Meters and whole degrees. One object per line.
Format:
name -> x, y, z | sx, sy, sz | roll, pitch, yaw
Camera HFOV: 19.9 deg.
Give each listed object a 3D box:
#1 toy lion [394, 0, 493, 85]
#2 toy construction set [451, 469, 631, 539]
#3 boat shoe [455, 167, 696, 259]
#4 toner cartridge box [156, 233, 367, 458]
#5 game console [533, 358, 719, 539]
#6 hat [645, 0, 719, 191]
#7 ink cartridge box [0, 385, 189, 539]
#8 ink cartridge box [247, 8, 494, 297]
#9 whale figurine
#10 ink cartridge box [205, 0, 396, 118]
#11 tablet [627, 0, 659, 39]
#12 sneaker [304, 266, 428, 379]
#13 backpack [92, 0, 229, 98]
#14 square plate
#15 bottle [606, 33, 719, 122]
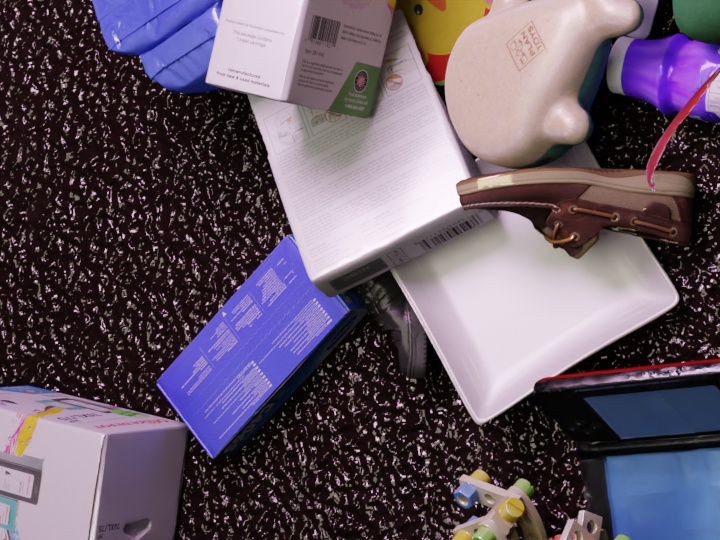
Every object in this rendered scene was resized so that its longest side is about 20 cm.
toy lion -> 0.079, -0.267, 1.747 | 0.200, 0.068, 0.192 | -43, 76, 37
toy construction set -> 0.160, 0.227, 1.665 | 0.132, 0.092, 0.200 | 58, 159, -15
boat shoe -> 0.175, -0.046, 1.659 | 0.198, 0.072, 0.073 | 1, 90, -11
toner cartridge box -> -0.090, 0.069, 1.862 | 0.200, 0.043, 0.095 | -47, 71, 21
game console -> 0.252, 0.161, 1.638 | 0.198, 0.172, 0.120 | -8, 60, 28
hat -> 0.272, -0.186, 1.597 | 0.166, 0.199, 0.177 | 46, 123, 30
ink cartridge box -> -0.285, 0.199, 1.911 | 0.198, 0.146, 0.148 | 11, 94, 27
ink cartridge box -> 0.006, -0.099, 1.749 | 0.162, 0.057, 0.201 | -26, 59, 11
whale figurine -> 0.160, -0.169, 1.658 | 0.200, 0.103, 0.160 | -44, 56, 34
ink cartridge box -> -0.037, -0.236, 1.677 | 0.083, 0.144, 0.202 | 16, 96, 29
tablet -> 0.153, -0.271, 1.658 | 0.198, 0.014, 0.131 | 19, 128, 11
sneaker -> 0.000, 0.000, 1.787 | 0.103, 0.060, 0.202 | -6, 80, 1
backpack -> -0.120, -0.243, 1.791 | 0.162, 0.199, 0.169 | -21, 85, 35
square plate -> 0.136, -0.004, 1.723 | 0.199, 0.028, 0.199 | -32, 74, 7
bottle -> 0.295, -0.148, 1.628 | 0.198, 0.083, 0.066 | 13, 98, 27
